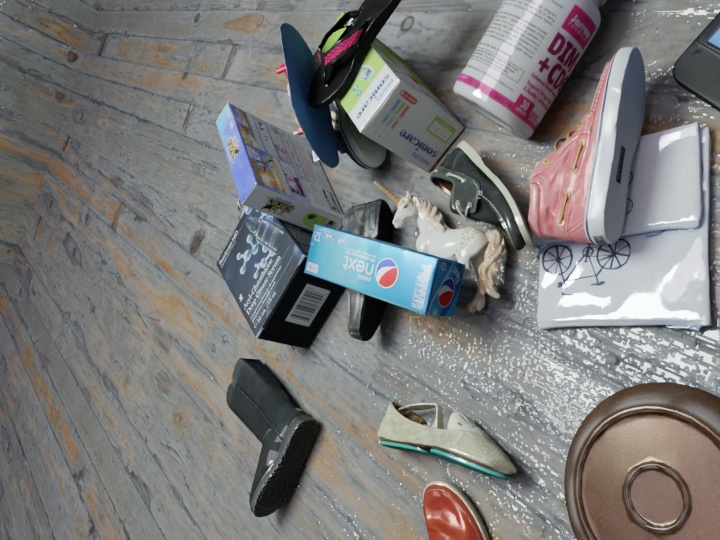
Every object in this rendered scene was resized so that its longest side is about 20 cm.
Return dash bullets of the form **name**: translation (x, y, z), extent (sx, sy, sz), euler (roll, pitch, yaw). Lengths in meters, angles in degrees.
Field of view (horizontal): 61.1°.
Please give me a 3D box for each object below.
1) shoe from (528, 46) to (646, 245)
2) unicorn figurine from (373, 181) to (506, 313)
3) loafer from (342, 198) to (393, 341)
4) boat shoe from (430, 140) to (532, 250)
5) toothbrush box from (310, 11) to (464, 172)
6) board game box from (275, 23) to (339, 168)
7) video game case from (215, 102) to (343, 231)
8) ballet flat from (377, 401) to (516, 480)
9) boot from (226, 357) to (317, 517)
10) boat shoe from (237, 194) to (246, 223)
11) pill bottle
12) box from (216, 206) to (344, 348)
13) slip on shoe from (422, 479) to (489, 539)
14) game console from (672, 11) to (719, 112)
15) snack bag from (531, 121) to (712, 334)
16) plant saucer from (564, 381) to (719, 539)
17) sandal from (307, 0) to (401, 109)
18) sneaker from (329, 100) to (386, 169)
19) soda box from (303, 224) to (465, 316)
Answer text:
- **shoe**: translation (0.232, -0.129, 0.634), extent (0.090, 0.071, 0.206), euler (7, 82, 45)
- **unicorn figurine**: translation (0.101, -0.026, 0.777), extent (0.196, 0.073, 0.141), euler (10, 83, 31)
- **loafer**: translation (0.000, 0.000, 0.856), extent (0.070, 0.073, 0.205), euler (-4, 63, 26)
- **boat shoe**: translation (0.141, -0.080, 0.723), extent (0.067, 0.072, 0.202), euler (-32, 38, 6)
- **toothbrush box**: translation (0.034, -0.251, 0.860), extent (0.086, 0.144, 0.202), euler (-47, 47, 23)
- **board game box**: translation (-0.085, -0.239, 0.858), extent (0.038, 0.158, 0.206), euler (-16, 72, 16)
- **video game case**: translation (-0.128, -0.159, 0.973), extent (0.045, 0.179, 0.203), euler (-44, 49, 25)
- **ballet flat**: translation (0.094, 0.188, 0.707), extent (0.197, 0.067, 0.064), euler (0, 66, 46)
- **boot**: translation (-0.163, 0.252, 0.953), extent (0.198, 0.065, 0.168), euler (30, 90, 44)
- **boat shoe**: translation (-0.192, -0.111, 1.120), extent (0.092, 0.073, 0.206), euler (169, 108, -66)
- **pill bottle**: translation (0.204, -0.270, 0.709), extent (0.113, 0.112, 0.203), euler (45, 109, 44)
- **box**: translation (-0.126, -0.004, 0.974), extent (0.150, 0.106, 0.200), euler (-57, 43, 16)
- **slip on shoe**: translation (0.104, 0.326, 0.651), extent (0.074, 0.060, 0.204), euler (-36, 52, 34)
- **game console**: translation (0.375, -0.229, 0.510), extent (0.201, 0.117, 0.172), euler (-51, 47, 21)
- **snack bag**: translation (0.262, -0.037, 0.636), extent (0.186, 0.021, 0.206), euler (-6, 73, 45)
- **plant saucer**: translation (0.267, 0.201, 0.543), extent (0.197, 0.032, 0.206), euler (-19, 63, 41)
- **sandal**: translation (-0.017, -0.305, 0.792), extent (0.201, 0.044, 0.076), euler (-53, 46, 18)
- **sneaker**: translation (-0.022, -0.225, 0.962), extent (0.080, 0.077, 0.204), euler (-46, 53, 40)
- **soda box**: translation (0.025, -0.002, 0.744), extent (0.197, 0.067, 0.066), euler (19, 97, 39)
